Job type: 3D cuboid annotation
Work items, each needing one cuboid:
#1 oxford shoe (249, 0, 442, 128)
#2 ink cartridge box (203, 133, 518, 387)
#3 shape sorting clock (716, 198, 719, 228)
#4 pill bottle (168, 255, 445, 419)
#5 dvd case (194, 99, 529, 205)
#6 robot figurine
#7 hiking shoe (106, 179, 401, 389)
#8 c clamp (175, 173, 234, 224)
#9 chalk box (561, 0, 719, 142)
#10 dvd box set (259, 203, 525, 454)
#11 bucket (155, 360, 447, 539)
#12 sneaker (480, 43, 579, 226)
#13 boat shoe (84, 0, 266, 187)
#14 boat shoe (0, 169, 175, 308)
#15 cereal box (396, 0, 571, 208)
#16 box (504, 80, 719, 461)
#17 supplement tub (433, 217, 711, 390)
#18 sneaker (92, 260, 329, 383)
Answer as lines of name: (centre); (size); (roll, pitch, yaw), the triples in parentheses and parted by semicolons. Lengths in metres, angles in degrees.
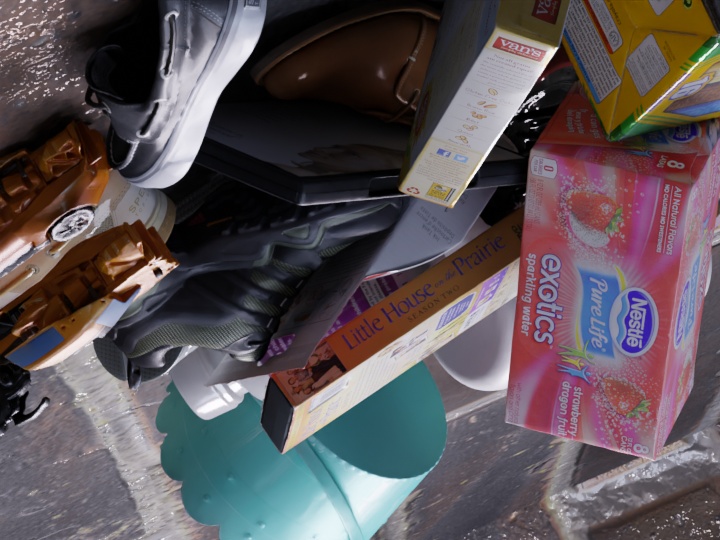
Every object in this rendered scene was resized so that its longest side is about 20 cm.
oxford shoe: (0.024, -0.111, 1.353); (0.200, 0.071, 0.071); (-8, 160, -43)
ink cartridge box: (0.000, 0.000, 1.475); (0.200, 0.050, 0.161); (-58, -163, -20)
shape sorting clock: (0.266, -0.087, 1.512); (0.200, 0.039, 0.200); (-39, 165, -13)
pill bottle: (-0.039, 0.025, 1.646); (0.200, 0.112, 0.112); (-27, 165, 8)
dvd case: (-0.014, -0.071, 1.347); (0.200, 0.143, 0.018); (-7, 113, -47)
robot figurine: (-0.208, 0.012, 1.303); (0.200, 0.145, 0.058); (-36, 159, 8)
hiking shoe: (-0.064, 0.000, 1.418); (0.200, 0.076, 0.101); (-20, 126, 1)
c clamp: (-0.097, -0.042, 1.501); (0.200, 0.027, 0.171); (-34, 166, 29)
chalk box: (0.222, -0.170, 1.352); (0.200, 0.125, 0.124); (-13, 161, -33)
dvd box set: (0.026, 0.040, 1.512); (0.200, 0.029, 0.146); (-34, 169, -12)
bucket: (-0.042, 0.122, 1.822); (0.207, 0.207, 0.135); (-6, 149, -49)
sneaker: (0.106, -0.089, 1.503); (0.071, 0.098, 0.200); (-16, 162, -21)
boat shoe: (-0.107, -0.101, 1.199); (0.066, 0.070, 0.200); (2, 159, -22)
boat shoe: (-0.204, -0.008, 1.385); (0.200, 0.072, 0.065); (-26, 130, 26)
cereal box: (0.074, -0.136, 1.221); (0.039, 0.144, 0.200); (19, 156, -7)
box: (0.154, 0.001, 1.416); (0.095, 0.102, 0.200); (-54, 154, -53)
supplement tub: (0.153, 0.001, 1.797); (0.200, 0.145, 0.145); (-16, 163, -30)
sneaker: (-0.084, -0.004, 1.497); (0.200, 0.070, 0.080); (-33, -176, 26)
